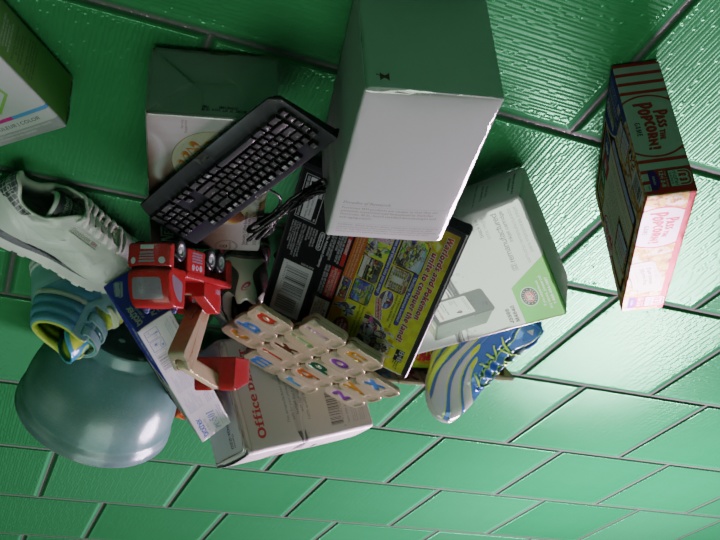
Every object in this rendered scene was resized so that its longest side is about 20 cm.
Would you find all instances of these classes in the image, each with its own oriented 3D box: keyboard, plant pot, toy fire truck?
[{"bbox_3d":[-0.096,-0.076,0.821,0.199,0.021,0.127,-31,140,35],"label":"keyboard"},{"bbox_3d":[-0.312,0.126,1.132,0.199,0.201,0.135,15,117,-27],"label":"plant pot"},{"bbox_3d":[-0.171,0.050,0.918,0.048,0.142,0.200,-2,173,15],"label":"toy fire truck"}]

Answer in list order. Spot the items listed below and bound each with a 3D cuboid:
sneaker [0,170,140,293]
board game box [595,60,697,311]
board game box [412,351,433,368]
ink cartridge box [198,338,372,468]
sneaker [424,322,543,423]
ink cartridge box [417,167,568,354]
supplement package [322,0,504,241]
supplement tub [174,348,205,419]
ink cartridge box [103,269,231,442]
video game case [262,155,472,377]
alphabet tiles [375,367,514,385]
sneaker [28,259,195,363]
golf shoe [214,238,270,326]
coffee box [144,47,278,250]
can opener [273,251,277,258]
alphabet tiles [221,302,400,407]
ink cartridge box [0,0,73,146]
[{"bbox_3d":[-0.297,-0.039,0.965,0.199,0.077,0.080,24,129,-38],"label":"sneaker"},{"bbox_3d":[0.269,-0.076,0.880,0.046,0.153,0.200,-6,148,5],"label":"board game box"},{"bbox_3d":[0.054,0.081,1.136,0.198,0.102,0.048,4,106,-20],"label":"board game box"},{"bbox_3d":[-0.100,0.157,1.160,0.199,0.147,0.085,-4,161,-41],"label":"ink cartridge box"},{"bbox_3d":[0.148,0.086,1.052,0.075,0.201,0.105,32,165,-22],"label":"sneaker"},{"bbox_3d":[0.107,-0.004,0.987,0.199,0.084,0.146,-18,112,22],"label":"ink cartridge box"},{"bbox_3d":[0.037,-0.131,0.805,0.116,0.118,0.200,3,148,-10],"label":"supplement package"},{"bbox_3d":[-0.156,0.173,1.258,0.199,0.123,0.122,17,142,-28],"label":"supplement tub"},{"bbox_3d":[-0.215,0.098,1.021,0.044,0.094,0.201,-33,136,-17],"label":"ink cartridge box"},{"bbox_3d":[0.000,0.000,0.953,0.180,0.026,0.201,25,125,6],"label":"video game case"},{"bbox_3d":[0.090,0.110,1.170,0.198,0.167,0.008,6,108,-15],"label":"alphabet tiles"},{"bbox_3d":[-0.286,0.053,1.049,0.198,0.131,0.080,9,144,-19],"label":"sneaker"},{"bbox_3d":[-0.147,0.041,1.086,0.076,0.089,0.200,0,149,-8],"label":"golf shoe"},{"bbox_3d":[-0.142,-0.107,0.859,0.113,0.080,0.200,3,147,-11],"label":"coffee box"},{"bbox_3d":[-0.020,0.021,1.073,0.199,0.064,0.078,14,145,-39],"label":"can opener"},{"bbox_3d":[-0.056,0.098,1.030,0.195,0.015,0.200,32,152,-17],"label":"alphabet tiles"},{"bbox_3d":[-0.337,-0.185,0.737,0.103,0.060,0.200,-13,146,15],"label":"ink cartridge box"}]
